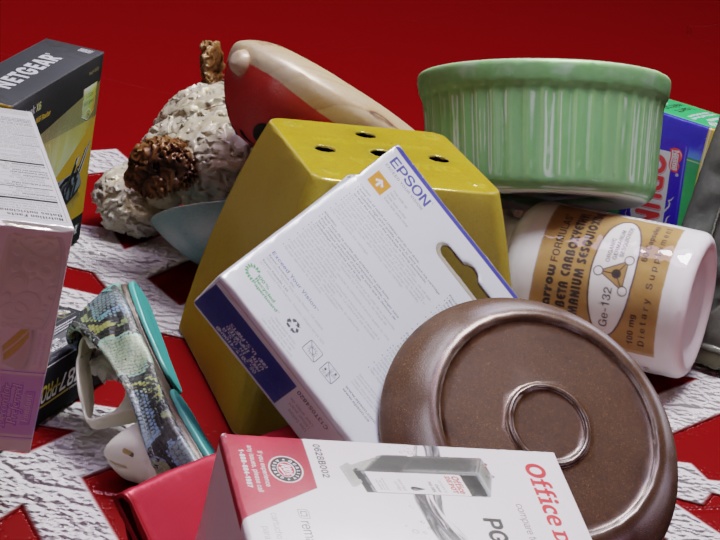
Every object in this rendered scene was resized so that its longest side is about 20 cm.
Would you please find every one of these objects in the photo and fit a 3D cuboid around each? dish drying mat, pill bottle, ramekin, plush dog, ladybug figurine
[{"bbox_3d":[-0.063,0.139,1.275,0.200,0.018,0.077,-16,76,-54],"label":"dish drying mat"},{"bbox_3d":[0.165,0.008,1.680,0.199,0.115,0.114,12,18,19],"label":"pill bottle"},{"bbox_3d":[0.142,-0.102,1.711,0.199,0.098,0.200,2,-4,0],"label":"ramekin"},{"bbox_3d":[-0.105,-0.092,1.732,0.199,0.161,0.172,2,13,-15],"label":"plush dog"},{"bbox_3d":[-0.030,-0.103,1.624,0.200,0.072,0.136,32,-4,-35],"label":"ladybug figurine"}]

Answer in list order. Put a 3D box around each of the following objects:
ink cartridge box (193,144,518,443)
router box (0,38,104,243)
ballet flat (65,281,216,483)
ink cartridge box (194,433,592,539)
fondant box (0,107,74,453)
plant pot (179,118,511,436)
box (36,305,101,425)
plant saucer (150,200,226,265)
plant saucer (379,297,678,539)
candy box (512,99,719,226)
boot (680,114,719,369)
[{"bbox_3d":[0.019,0.044,1.374,0.200,0.041,0.200,52,45,0],"label":"ink cartridge box"},{"bbox_3d":[-0.256,-0.076,1.633,0.052,0.158,0.200,13,20,9],"label":"router box"},{"bbox_3d":[-0.134,0.092,1.355,0.074,0.074,0.200,0,38,-28],"label":"ballet flat"},{"bbox_3d":[0.024,0.165,1.168,0.199,0.083,0.147,4,32,-18],"label":"ink cartridge box"},{"bbox_3d":[-0.224,0.000,1.310,0.058,0.145,0.200,7,21,-18],"label":"fondant box"},{"bbox_3d":[0.000,0.000,1.525,0.199,0.177,0.200,4,19,-19],"label":"plant pot"},{"bbox_3d":[-0.273,0.057,1.412,0.161,0.049,0.200,18,21,14],"label":"box"},{"bbox_3d":[-0.062,-0.019,1.681,0.200,0.039,0.201,0,-10,0],"label":"plant saucer"},{"bbox_3d":[0.109,0.100,1.328,0.199,0.032,0.201,10,58,-17],"label":"plant saucer"},{"bbox_3d":[0.214,-0.069,1.846,0.199,0.170,0.077,20,20,26],"label":"candy box"},{"bbox_3d":[0.265,-0.038,1.734,0.181,0.201,0.073,19,15,22],"label":"boot"}]
